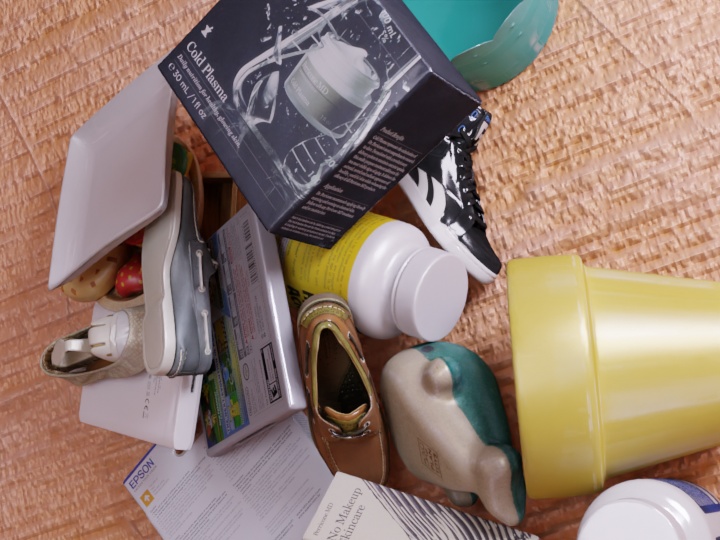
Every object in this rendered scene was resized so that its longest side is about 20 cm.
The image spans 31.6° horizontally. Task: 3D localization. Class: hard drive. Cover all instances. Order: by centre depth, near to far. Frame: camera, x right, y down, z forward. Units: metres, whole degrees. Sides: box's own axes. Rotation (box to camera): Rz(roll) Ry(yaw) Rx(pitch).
[{"bbox_3d":[-0.226,0.104,1.312,0.198,0.026,0.134,4,85,50],"label":"hard drive"}]

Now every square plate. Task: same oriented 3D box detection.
[{"bbox_3d":[-0.243,-0.098,1.283,0.199,0.028,0.201,-30,46,37],"label":"square plate"}]

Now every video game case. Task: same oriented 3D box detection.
[{"bbox_3d":[-0.118,0.059,1.222,0.182,0.022,0.203,-34,63,52],"label":"video game case"}]

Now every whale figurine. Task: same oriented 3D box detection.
[{"bbox_3d":[0.098,0.140,1.133,0.200,0.103,0.161,36,144,55],"label":"whale figurine"}]

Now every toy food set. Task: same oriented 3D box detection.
[{"bbox_3d":[-0.237,-0.056,1.328,0.198,0.048,0.201,9,80,45],"label":"toy food set"}]

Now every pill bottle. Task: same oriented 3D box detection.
[{"bbox_3d":[0.237,0.225,1.030,0.109,0.199,0.113,-4,80,24],"label":"pill bottle"},{"bbox_3d":[0.000,0.000,1.202,0.198,0.111,0.113,17,90,39],"label":"pill bottle"}]

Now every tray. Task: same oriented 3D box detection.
[{"bbox_3d":[-0.169,-0.001,1.342,0.097,0.037,0.204,1,82,25],"label":"tray"}]

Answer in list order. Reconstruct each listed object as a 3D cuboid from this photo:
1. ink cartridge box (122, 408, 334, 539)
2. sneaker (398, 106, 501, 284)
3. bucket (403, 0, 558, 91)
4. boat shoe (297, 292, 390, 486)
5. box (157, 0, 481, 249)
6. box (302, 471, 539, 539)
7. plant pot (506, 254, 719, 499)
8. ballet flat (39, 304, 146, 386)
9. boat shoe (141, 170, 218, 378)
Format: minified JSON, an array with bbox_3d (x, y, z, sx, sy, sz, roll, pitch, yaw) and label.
[{"bbox_3d":[-0.119,0.219,1.284,0.197,0.043,0.200,-48,65,13],"label":"ink cartridge box"},{"bbox_3d":[0.096,-0.095,1.212,0.112,0.073,0.201,-40,70,11],"label":"sneaker"},{"bbox_3d":[0.088,-0.273,1.206,0.204,0.134,0.211,-3,81,23],"label":"bucket"},{"bbox_3d":[-0.018,0.124,1.142,0.071,0.068,0.203,-18,110,0],"label":"boat shoe"},{"bbox_3d":[-0.037,-0.162,1.112,0.196,0.124,0.201,-42,68,15],"label":"box"},{"bbox_3d":[0.054,0.252,1.117,0.197,0.069,0.083,14,50,21],"label":"box"},{"bbox_3d":[0.223,0.083,1.071,0.186,0.201,0.204,-6,80,9],"label":"plant pot"},{"bbox_3d":[-0.262,0.080,1.291,0.199,0.062,0.069,-26,61,44],"label":"ballet flat"},{"bbox_3d":[-0.170,0.005,1.221,0.073,0.061,0.203,-27,58,53],"label":"boat shoe"}]
